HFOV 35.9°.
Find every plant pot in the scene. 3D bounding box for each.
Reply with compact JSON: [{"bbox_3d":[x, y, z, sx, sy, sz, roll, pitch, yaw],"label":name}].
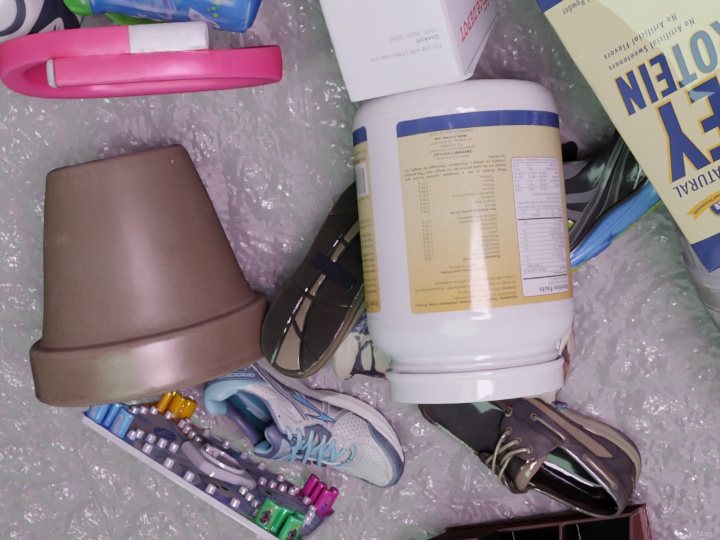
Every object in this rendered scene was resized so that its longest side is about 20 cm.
[{"bbox_3d":[-0.180,-0.004,0.890,0.197,0.200,0.178,-9,98,21],"label":"plant pot"}]

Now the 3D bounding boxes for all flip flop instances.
[{"bbox_3d":[0.000,0.000,0.864,0.081,0.058,0.201,36,90,24],"label":"flip flop"}]

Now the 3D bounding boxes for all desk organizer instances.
[{"bbox_3d":[0.148,0.253,0.952,0.197,0.077,0.073,-15,80,31],"label":"desk organizer"}]

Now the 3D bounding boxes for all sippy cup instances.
[{"bbox_3d":[-0.126,-0.230,0.771,0.128,0.178,0.142,16,94,-5],"label":"sippy cup"}]

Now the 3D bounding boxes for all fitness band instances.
[{"bbox_3d":[-0.153,-0.143,0.781,0.196,0.144,0.038,-3,93,-3],"label":"fitness band"}]

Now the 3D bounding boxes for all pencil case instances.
[{"bbox_3d":[0.073,0.061,0.894,0.196,0.079,0.090,6,142,14],"label":"pencil case"}]

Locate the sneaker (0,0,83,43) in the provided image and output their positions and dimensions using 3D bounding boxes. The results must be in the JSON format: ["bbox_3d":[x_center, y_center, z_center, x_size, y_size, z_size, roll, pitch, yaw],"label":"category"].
[{"bbox_3d":[-0.264,-0.238,0.837,0.079,0.129,0.200,-43,64,13],"label":"sneaker"}]

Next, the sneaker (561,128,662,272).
[{"bbox_3d":[0.154,-0.047,0.825,0.199,0.070,0.083,-43,78,34],"label":"sneaker"}]

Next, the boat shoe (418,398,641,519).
[{"bbox_3d":[0.140,0.143,0.922,0.197,0.074,0.075,21,122,5],"label":"boat shoe"}]

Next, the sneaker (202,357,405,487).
[{"bbox_3d":[-0.055,0.144,0.976,0.198,0.087,0.078,31,124,-1],"label":"sneaker"}]

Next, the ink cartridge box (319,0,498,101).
[{"bbox_3d":[0.019,-0.229,0.708,0.083,0.145,0.203,-9,115,22],"label":"ink cartridge box"}]

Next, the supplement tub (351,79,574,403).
[{"bbox_3d":[0.070,-0.018,0.756,0.142,0.144,0.204,-4,90,19],"label":"supplement tub"}]

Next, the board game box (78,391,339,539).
[{"bbox_3d":[-0.117,0.159,0.937,0.198,0.200,0.026,30,90,9],"label":"board game box"}]

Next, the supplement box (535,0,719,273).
[{"bbox_3d":[0.216,-0.151,0.658,0.133,0.201,0.201,-28,109,29],"label":"supplement box"}]

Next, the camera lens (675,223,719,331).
[{"bbox_3d":[0.319,0.018,0.736,0.158,0.161,0.201,-27,108,28],"label":"camera lens"}]
